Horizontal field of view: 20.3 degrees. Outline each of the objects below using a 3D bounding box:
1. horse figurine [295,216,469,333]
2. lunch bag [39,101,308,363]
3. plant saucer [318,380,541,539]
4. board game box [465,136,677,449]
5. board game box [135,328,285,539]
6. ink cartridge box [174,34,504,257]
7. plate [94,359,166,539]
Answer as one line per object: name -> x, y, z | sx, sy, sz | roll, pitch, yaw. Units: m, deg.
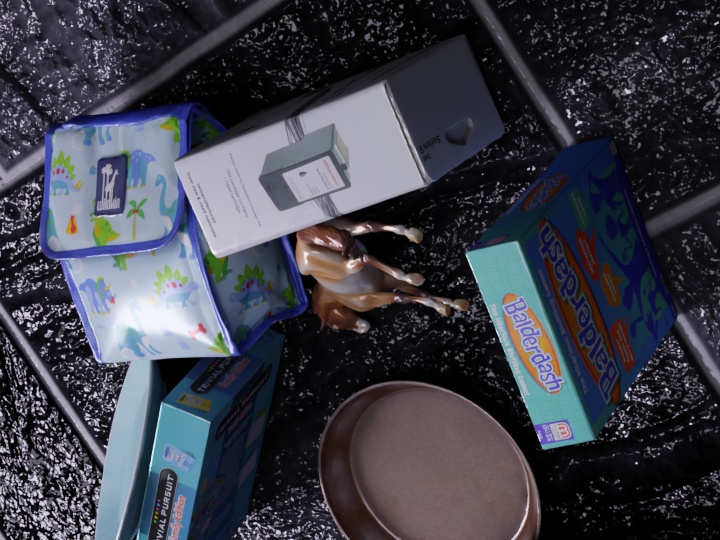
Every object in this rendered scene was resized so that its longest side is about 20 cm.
horse figurine -> 0.000, 0.000, 1.554 | 0.132, 0.050, 0.200 | 9, 161, 24
lunch bag -> -0.159, -0.033, 1.611 | 0.169, 0.127, 0.201 | -4, 110, 39
plant saucer -> 0.061, 0.175, 1.662 | 0.199, 0.034, 0.201 | 12, 118, 23
board game box -> 0.155, 0.012, 1.430 | 0.045, 0.200, 0.153 | -13, 108, 32
board game box -> -0.129, 0.161, 1.681 | 0.047, 0.151, 0.201 | 21, 121, 13
ink cartridge box -> -0.014, -0.094, 1.501 | 0.199, 0.146, 0.084 | -18, 101, 32
plate -> -0.192, 0.158, 1.706 | 0.025, 0.201, 0.201 | 11, 124, -13
